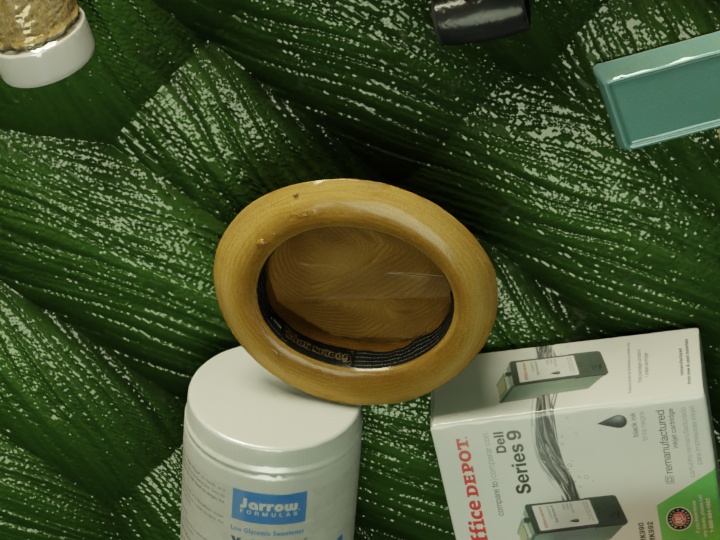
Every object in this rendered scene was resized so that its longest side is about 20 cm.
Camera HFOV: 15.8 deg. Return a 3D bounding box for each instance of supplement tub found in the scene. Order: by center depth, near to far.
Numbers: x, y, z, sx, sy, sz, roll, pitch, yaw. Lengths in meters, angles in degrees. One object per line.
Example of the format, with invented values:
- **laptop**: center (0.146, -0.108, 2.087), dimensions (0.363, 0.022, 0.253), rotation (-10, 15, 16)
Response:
- **supplement tub**: center (-0.067, 0.170, 1.893), dimensions (0.131, 0.132, 0.201), rotation (4, 125, 1)

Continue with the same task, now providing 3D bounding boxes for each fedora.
- **fedora**: center (0.000, 0.000, 1.803), dimensions (0.199, 0.082, 0.202), rotation (5, 125, 7)

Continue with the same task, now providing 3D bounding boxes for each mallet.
- **mallet**: center (0.053, -0.211, 1.643), dimensions (0.065, 0.041, 0.200), rotation (-14, 145, 15)

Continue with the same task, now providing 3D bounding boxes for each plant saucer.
- **plant saucer**: center (0.260, -0.131, 1.735), dimensions (0.199, 0.019, 0.070), rotation (-15, 122, 13)

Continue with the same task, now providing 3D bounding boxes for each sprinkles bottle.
- **sprinkles bottle**: center (-0.235, -0.218, 1.679), dimensions (0.068, 0.068, 0.201), rotation (-11, 123, 12)

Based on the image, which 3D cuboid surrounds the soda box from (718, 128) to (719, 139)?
- **soda box**: center (0.340, -0.093, 1.711), dimensions (0.199, 0.064, 0.068), rotation (-26, 135, 23)

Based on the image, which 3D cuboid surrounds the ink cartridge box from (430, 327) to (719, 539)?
- **ink cartridge box**: center (0.158, 0.132, 1.880), dimensions (0.198, 0.084, 0.147), rotation (-8, 124, 9)
